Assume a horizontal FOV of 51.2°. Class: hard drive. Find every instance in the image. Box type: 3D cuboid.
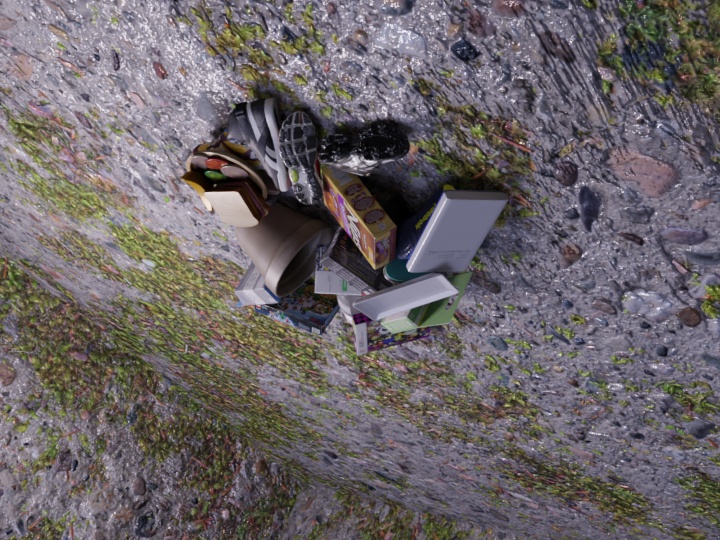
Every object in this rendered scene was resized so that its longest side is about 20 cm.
[{"bbox_3d":[0.179,-0.071,1.417,0.131,0.026,0.201,-1,141,-24],"label":"hard drive"}]

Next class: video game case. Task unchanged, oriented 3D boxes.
[{"bbox_3d":[0.079,0.137,1.857,0.198,0.036,0.182,-14,151,-7],"label":"video game case"}]

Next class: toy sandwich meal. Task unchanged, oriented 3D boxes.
[{"bbox_3d":[-0.288,-0.172,1.596,0.203,0.071,0.206,15,152,8],"label":"toy sandwich meal"}]

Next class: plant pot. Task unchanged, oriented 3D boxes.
[{"bbox_3d":[-0.188,-0.070,1.732,0.173,0.200,0.200,40,155,13],"label":"plant pot"}]

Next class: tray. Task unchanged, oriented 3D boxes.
[{"bbox_3d":[0.092,0.049,1.524,0.198,0.022,0.107,-20,150,20],"label":"tray"}]

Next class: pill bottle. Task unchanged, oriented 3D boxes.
[{"bbox_3d":[-0.004,0.048,1.819,0.112,0.114,0.201,18,152,17],"label":"pill bottle"}]

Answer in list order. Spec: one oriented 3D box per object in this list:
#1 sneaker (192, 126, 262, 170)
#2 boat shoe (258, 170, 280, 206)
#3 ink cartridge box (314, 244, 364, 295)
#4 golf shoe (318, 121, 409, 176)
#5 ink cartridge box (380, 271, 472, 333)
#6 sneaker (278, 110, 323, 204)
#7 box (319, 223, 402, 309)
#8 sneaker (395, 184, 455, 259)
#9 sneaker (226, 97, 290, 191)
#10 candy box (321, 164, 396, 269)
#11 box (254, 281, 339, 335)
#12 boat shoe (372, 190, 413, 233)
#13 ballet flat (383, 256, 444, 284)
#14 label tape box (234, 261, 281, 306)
[{"bbox_3d":[-0.279,-0.268,1.586,0.198,0.075,0.091,5,137,25],"label":"sneaker"},{"bbox_3d":[-0.272,-0.201,1.670,0.198,0.073,0.063,23,135,-1],"label":"boat shoe"},{"bbox_3d":[0.000,0.000,1.680,0.198,0.110,0.050,3,-179,9],"label":"ink cartridge box"},{"bbox_3d":[0.020,-0.222,1.406,0.199,0.078,0.094,6,163,38],"label":"golf shoe"},{"bbox_3d":[0.145,0.061,1.675,0.048,0.146,0.199,40,150,-20],"label":"ink cartridge box"},{"bbox_3d":[-0.118,-0.230,1.496,0.076,0.085,0.201,-4,127,1],"label":"sneaker"},{"bbox_3d":[0.032,-0.029,1.611,0.199,0.159,0.050,34,151,-15],"label":"box"},{"bbox_3d":[0.143,-0.082,1.466,0.082,0.075,0.200,13,141,-36],"label":"sneaker"},{"bbox_3d":[-0.205,-0.248,1.495,0.111,0.073,0.201,-2,128,9],"label":"sneaker"},{"bbox_3d":[-0.004,-0.114,1.504,0.200,0.056,0.117,52,162,26],"label":"candy box"},{"bbox_3d":[-0.162,0.086,1.992,0.198,0.137,0.038,18,132,16],"label":"box"},{"bbox_3d":[0.078,-0.091,1.569,0.073,0.076,0.201,9,142,44],"label":"boat shoe"},{"bbox_3d":[0.140,-0.010,1.549,0.199,0.072,0.072,-18,151,-10],"label":"ballet flat"},{"bbox_3d":[-0.257,0.014,1.951,0.199,0.145,0.063,-7,137,47],"label":"label tape box"}]
